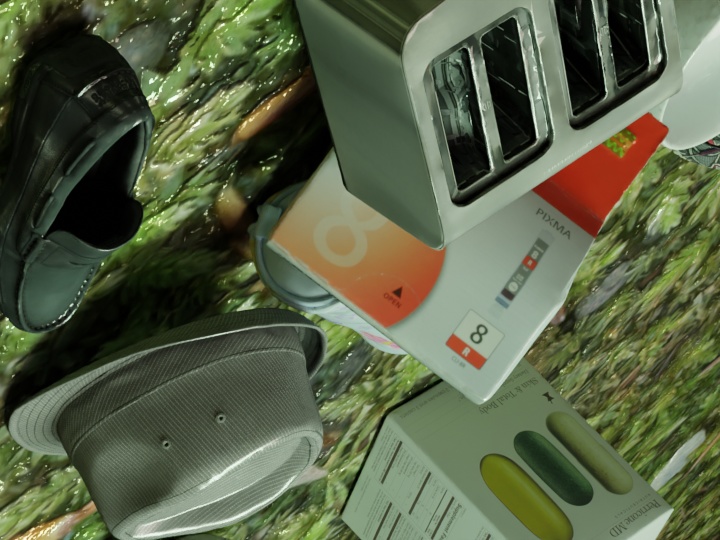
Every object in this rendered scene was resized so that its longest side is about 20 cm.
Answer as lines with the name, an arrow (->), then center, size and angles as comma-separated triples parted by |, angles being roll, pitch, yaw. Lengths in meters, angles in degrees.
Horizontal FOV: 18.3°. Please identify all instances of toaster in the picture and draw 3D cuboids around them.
toaster -> 0.068, -0.136, 1.205 | 0.180, 0.119, 0.201 | -33, 136, -19

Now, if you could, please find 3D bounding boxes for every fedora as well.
fedora -> -0.102, 0.103, 1.345 | 0.199, 0.091, 0.177 | -21, 159, -5

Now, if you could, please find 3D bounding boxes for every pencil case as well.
pencil case -> 0.000, 0.000, 1.426 | 0.200, 0.090, 0.084 | 29, 68, -67

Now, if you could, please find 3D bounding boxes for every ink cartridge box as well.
ink cartridge box -> 0.066, -0.048, 1.305 | 0.200, 0.162, 0.050 | -53, -176, 1

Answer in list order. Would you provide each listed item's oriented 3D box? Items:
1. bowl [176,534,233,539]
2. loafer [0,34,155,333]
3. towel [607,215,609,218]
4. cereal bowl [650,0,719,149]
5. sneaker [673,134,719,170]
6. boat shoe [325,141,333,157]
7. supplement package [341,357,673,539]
bowl -> -0.146, 0.268, 1.607 | 0.201, 0.090, 0.202 | 25, 90, -83
loafer -> -0.147, -0.030, 1.137 | 0.068, 0.070, 0.201 | -27, 153, -35
towel -> 0.126, -0.075, 1.447 | 0.200, 0.034, 0.194 | -44, 143, -48
cereal bowl -> 0.251, -0.184, 1.547 | 0.200, 0.083, 0.200 | -36, 156, -19
sneaker -> 0.285, -0.116, 1.741 | 0.081, 0.075, 0.200 | -44, 159, 0
boat shoe -> 0.050, -0.065, 1.416 | 0.076, 0.074, 0.200 | -51, 158, 15
supplement package -> 0.118, 0.200, 1.843 | 0.151, 0.200, 0.151 | -28, 153, -37
